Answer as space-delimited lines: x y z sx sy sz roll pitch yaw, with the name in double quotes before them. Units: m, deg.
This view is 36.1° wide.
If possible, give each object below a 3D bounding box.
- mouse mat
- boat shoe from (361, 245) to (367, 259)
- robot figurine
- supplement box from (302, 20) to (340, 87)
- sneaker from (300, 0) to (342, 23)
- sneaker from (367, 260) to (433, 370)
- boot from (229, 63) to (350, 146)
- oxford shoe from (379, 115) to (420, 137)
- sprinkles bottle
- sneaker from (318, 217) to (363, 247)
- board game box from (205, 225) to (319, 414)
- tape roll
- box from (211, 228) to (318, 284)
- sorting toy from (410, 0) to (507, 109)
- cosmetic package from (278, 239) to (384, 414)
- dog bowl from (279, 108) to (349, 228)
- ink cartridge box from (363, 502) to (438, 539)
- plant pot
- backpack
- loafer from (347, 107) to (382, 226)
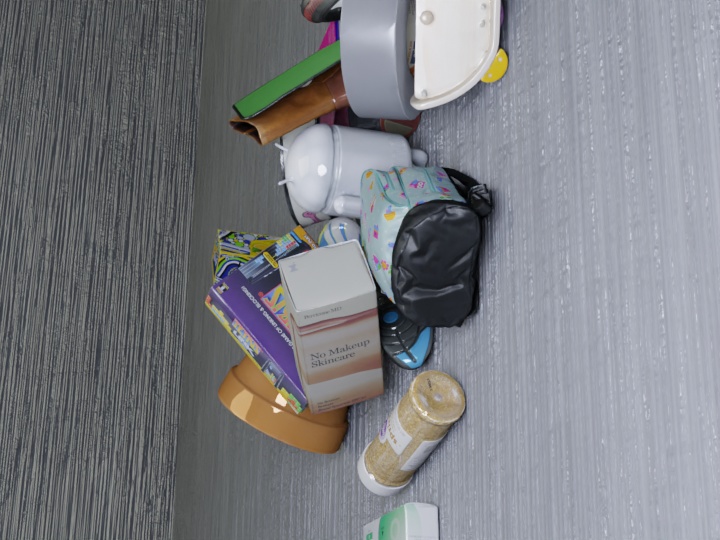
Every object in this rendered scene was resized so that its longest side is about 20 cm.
"mouse mat" -0.074 -0.252 1.409 0.008 0.199 0.161 59 178 -19
"boat shoe" 0.000 0.006 1.533 0.203 0.074 0.075 122 150 -55
"robot figurine" -0.010 -0.124 1.401 0.170 0.198 0.114 -107 28 -50
"supplement box" -0.015 -0.282 1.646 0.200 0.100 0.104 124 148 -58
"sneaker" 0.009 -0.371 1.513 0.071 0.199 0.099 18 -122 -66
"sneaker" 0.049 0.065 1.399 0.201 0.073 0.082 -113 6 -53
"boot" -0.077 -0.222 1.443 0.188 0.199 0.069 42 157 56
"oxford shoe" 0.058 -0.277 1.457 0.075 0.070 0.201 -103 25 -52
"sprinkles bottle" 0.057 0.193 1.292 0.200 0.068 0.069 118 153 -50
"sneaker" -0.043 0.013 1.638 0.201 0.075 0.106 101 -169 -51
"board game box" -0.083 0.063 1.483 0.200 0.165 0.057 48 148 8
"tape roll" 0.037 -0.277 1.281 0.200 0.066 0.202 5 -90 -73
"box" -0.135 -0.010 1.768 0.070 0.198 0.065 -106 27 -53
"sorting toy" 0.107 -0.301 1.277 0.180 0.106 0.202 -95 5 -72
"cosmetic package" -0.032 0.071 1.327 0.201 0.102 0.088 83 169 -47
"dog bowl" -0.056 -0.162 1.558 0.200 0.073 0.202 -3 -90 -80
"ink cartridge box" 0.047 0.386 1.292 0.161 0.050 0.202 130 145 -61
"plant pot" -0.092 0.158 1.616 0.141 0.199 0.200 -64 20 7
"backpack" 0.067 -0.047 1.251 0.200 0.125 0.168 -109 27 -60
"loafer" 0.020 -0.156 1.566 0.072 0.072 0.202 12 -101 -79
